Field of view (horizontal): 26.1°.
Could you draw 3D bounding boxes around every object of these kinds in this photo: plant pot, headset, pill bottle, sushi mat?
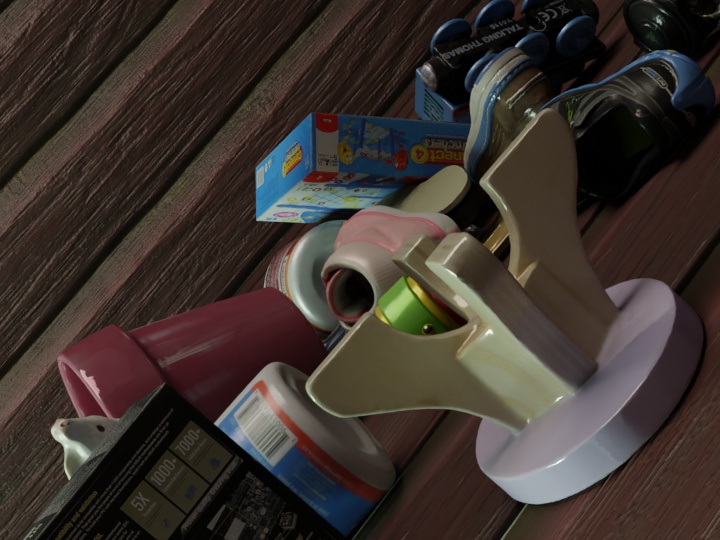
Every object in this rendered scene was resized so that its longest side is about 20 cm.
[{"bbox_3d":[-0.117,0.110,1.242,0.179,0.200,0.200,-30,1,-17],"label":"plant pot"},{"bbox_3d":[0.260,-0.205,1.149,0.124,0.094,0.200,-52,-9,10],"label":"headset"},{"bbox_3d":[-0.037,0.014,1.560,0.110,0.110,0.200,-50,7,-13],"label":"pill bottle"},{"bbox_3d":[-0.081,0.166,0.988,0.200,0.112,0.112,-48,7,7],"label":"pill bottle"},{"bbox_3d":[0.065,0.025,1.255,0.200,0.012,0.096,-49,8,2],"label":"sushi mat"}]

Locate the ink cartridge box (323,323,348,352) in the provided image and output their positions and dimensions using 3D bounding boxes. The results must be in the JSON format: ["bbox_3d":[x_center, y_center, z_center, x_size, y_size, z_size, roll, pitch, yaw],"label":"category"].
[{"bbox_3d":[-0.009,0.070,1.377,0.200,0.039,0.099,-47,6,11],"label":"ink cartridge box"}]

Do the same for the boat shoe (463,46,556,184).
[{"bbox_3d":[0.129,-0.097,1.237,0.072,0.072,0.200,-41,-20,-7],"label":"boat shoe"}]

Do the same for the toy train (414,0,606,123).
[{"bbox_3d":[0.144,-0.201,1.503,0.200,0.087,0.114,-25,-34,-21],"label":"toy train"}]

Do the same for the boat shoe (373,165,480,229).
[{"bbox_3d":[0.059,-0.041,1.342,0.074,0.063,0.201,-47,10,-19],"label":"boat shoe"}]

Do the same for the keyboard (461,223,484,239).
[{"bbox_3d":[0.079,-0.023,1.414,0.056,0.011,0.200,-40,7,1],"label":"keyboard"}]

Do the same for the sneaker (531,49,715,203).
[{"bbox_3d":[0.154,-0.084,1.047,0.083,0.071,0.200,-46,7,-30],"label":"sneaker"}]

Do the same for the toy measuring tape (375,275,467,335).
[{"bbox_3d":[0.044,0.028,1.109,0.074,0.074,0.200,-48,9,10],"label":"toy measuring tape"}]

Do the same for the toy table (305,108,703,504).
[{"bbox_3d":[0.075,0.025,0.760,0.184,0.117,0.200,-50,6,-15],"label":"toy table"}]

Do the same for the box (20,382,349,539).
[{"bbox_3d":[-0.117,0.193,0.846,0.200,0.164,0.086,-52,8,-24],"label":"box"}]

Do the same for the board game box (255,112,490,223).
[{"bbox_3d":[0.019,-0.090,1.464,0.200,0.195,0.056,148,122,-69],"label":"board game box"}]

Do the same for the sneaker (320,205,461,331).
[{"bbox_3d":[0.000,0.000,1.268,0.105,0.075,0.200,-30,11,-22],"label":"sneaker"}]

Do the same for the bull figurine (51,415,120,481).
[{"bbox_3d":[-0.180,0.188,1.047,0.121,0.065,0.200,-42,-41,-27],"label":"bull figurine"}]
